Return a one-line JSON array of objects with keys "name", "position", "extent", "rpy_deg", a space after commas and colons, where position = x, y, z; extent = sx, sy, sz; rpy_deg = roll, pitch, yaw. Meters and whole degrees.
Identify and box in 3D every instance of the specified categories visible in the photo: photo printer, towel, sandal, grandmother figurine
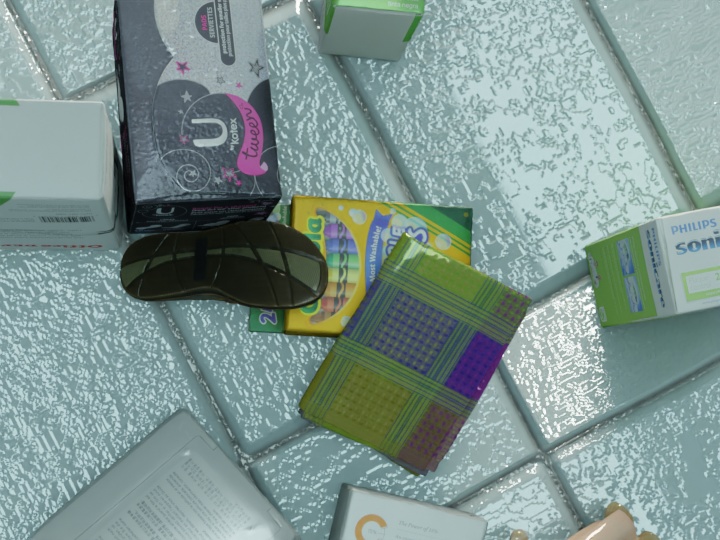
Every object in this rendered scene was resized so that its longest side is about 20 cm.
[{"name": "photo printer", "position": [-0.176, 0.242, 1.064], "extent": [0.200, 0.069, 0.166], "rpy_deg": [-41, 79, -19]}, {"name": "towel", "position": [0.047, 0.079, 1.112], "extent": [0.143, 0.023, 0.200], "rpy_deg": [27, 102, -12]}, {"name": "sandal", "position": [-0.120, 0.003, 1.114], "extent": [0.200, 0.055, 0.082], "rpy_deg": [-4, 71, 19]}, {"name": "grandmother figurine", "position": [0.171, 0.273, 1.090], "extent": [0.200, 0.061, 0.121], "rpy_deg": [-25, 42, -33]}]

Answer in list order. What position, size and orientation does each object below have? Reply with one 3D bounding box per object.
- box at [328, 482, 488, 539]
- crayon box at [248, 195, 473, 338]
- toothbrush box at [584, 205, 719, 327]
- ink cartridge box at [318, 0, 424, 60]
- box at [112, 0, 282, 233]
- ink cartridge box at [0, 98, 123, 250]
[{"name": "box", "position": [0.024, 0.300, 1.088], "extent": [0.124, 0.097, 0.200], "rpy_deg": [14, 83, -4]}, {"name": "crayon box", "position": [0.000, 0.000, 1.144], "extent": [0.200, 0.052, 0.126], "rpy_deg": [3, 83, -6]}, {"name": "toothbrush box", "position": [0.303, -0.007, 1.104], "extent": [0.145, 0.200, 0.086], "rpy_deg": [-10, 84, -8]}, {"name": "ink cartridge box", "position": [0.013, -0.311, 1.134], "extent": [0.084, 0.146, 0.200], "rpy_deg": [5, 83, -6]}, {"name": "box", "position": [-0.147, -0.144, 1.099], "extent": [0.132, 0.115, 0.200], "rpy_deg": [-4, 80, -14]}, {"name": "ink cartridge box", "position": [-0.280, -0.076, 1.047], "extent": [0.146, 0.200, 0.084], "rpy_deg": [1, 80, -7]}]
